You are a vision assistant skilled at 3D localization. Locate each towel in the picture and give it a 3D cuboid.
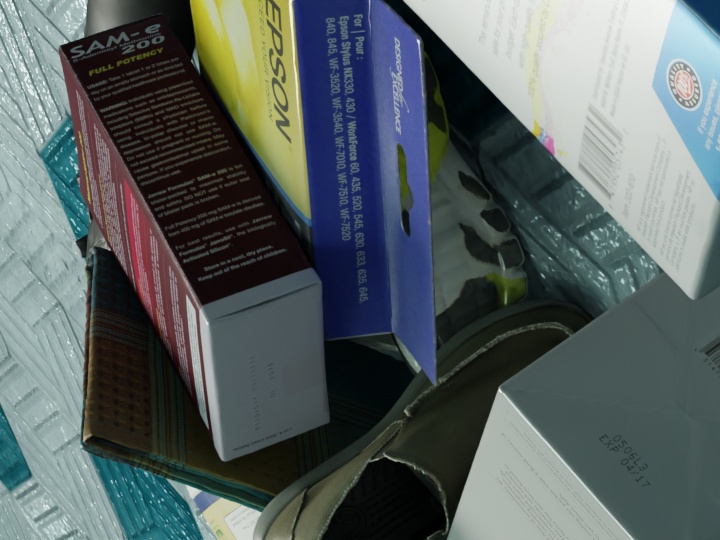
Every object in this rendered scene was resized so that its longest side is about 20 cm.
[{"bbox_3d":[-0.048,0.070,1.403,0.022,0.200,0.147,-56,24,33],"label":"towel"}]

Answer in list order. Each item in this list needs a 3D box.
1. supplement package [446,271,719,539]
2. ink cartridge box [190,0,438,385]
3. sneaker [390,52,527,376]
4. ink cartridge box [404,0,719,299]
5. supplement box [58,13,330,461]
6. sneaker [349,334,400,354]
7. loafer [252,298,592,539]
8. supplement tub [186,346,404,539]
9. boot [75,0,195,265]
[{"bbox_3d":[0.127,0.109,1.255,0.121,0.120,0.200,48,155,18],"label":"supplement package"},{"bbox_3d":[-0.026,-0.072,1.288,0.200,0.047,0.198,-124,23,-48],"label":"ink cartridge box"},{"bbox_3d":[0.023,-0.033,1.381,0.085,0.074,0.200,7,116,70],"label":"sneaker"},{"bbox_3d":[0.104,-0.112,1.076,0.200,0.085,0.145,47,154,24],"label":"ink cartridge box"},{"bbox_3d":[-0.082,-0.018,1.352,0.109,0.061,0.200,88,157,-49],"label":"supplement box"},{"bbox_3d":[0.000,0.000,1.486,0.200,0.077,0.082,29,174,44],"label":"sneaker"},{"bbox_3d":[0.040,0.094,1.324,0.075,0.200,0.070,49,179,-20],"label":"loafer"},{"bbox_3d":[0.010,0.155,1.528,0.200,0.144,0.144,58,158,5],"label":"supplement tub"},{"bbox_3d":[-0.120,-0.087,1.503,0.198,0.073,0.163,123,147,-72],"label":"boot"}]
